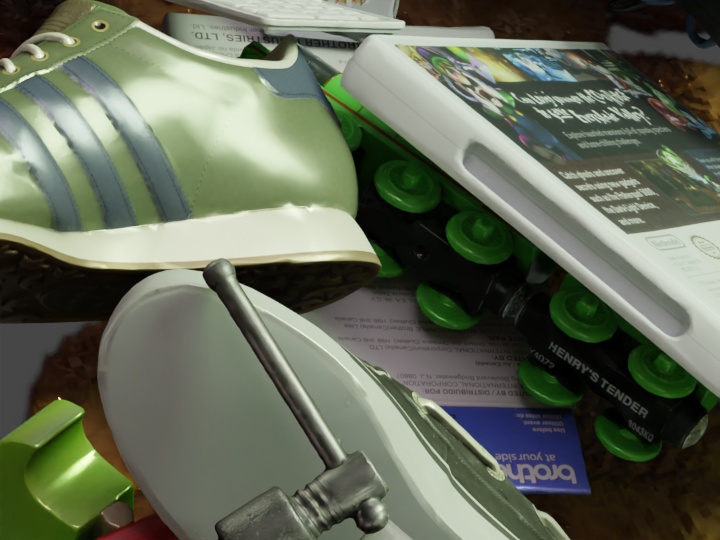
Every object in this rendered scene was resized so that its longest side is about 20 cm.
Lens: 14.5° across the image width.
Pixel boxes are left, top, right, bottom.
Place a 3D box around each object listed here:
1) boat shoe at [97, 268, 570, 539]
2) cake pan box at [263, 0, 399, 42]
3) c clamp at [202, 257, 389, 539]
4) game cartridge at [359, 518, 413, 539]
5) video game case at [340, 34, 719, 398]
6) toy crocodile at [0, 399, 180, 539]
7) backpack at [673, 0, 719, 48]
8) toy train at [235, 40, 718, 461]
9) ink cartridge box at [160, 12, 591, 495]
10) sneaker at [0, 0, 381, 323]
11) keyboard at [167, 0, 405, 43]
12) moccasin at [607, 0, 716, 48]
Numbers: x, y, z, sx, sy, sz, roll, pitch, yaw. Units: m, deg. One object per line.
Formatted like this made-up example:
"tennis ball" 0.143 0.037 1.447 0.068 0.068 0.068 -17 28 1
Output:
"boat shoe" 0.002 0.069 0.820 0.200 0.071 0.064 44 17 -17
"cake pan box" -0.006 -0.209 0.972 0.052 0.200 0.184 2 40 -15
"c clamp" -0.062 0.122 0.732 0.200 0.027 0.171 -38 76 -8
"game cartridge" -0.012 0.180 0.733 0.130 0.038 0.200 41 80 13
"video game case" 0.105 -0.014 0.913 0.182 0.023 0.200 41 20 18
"toy crocodile" -0.040 0.120 0.804 0.067 0.062 0.200 -23 61 -30
"backpack" 0.129 -0.194 0.944 0.190 0.200 0.154 24 47 13
"toy train" 0.034 -0.012 0.899 0.200 0.042 0.056 37 40 15
"ink cartridge box" 0.000 0.000 0.928 0.119 0.042 0.200 2 49 -15
"sneaker" -0.092 -0.036 0.828 0.200 0.067 0.090 1 68 -29
"keyboard" -0.069 -0.097 0.931 0.056 0.011 0.200 5 10 -41
"moccasin" 0.104 -0.133 1.048 0.200 0.068 0.081 13 49 0
